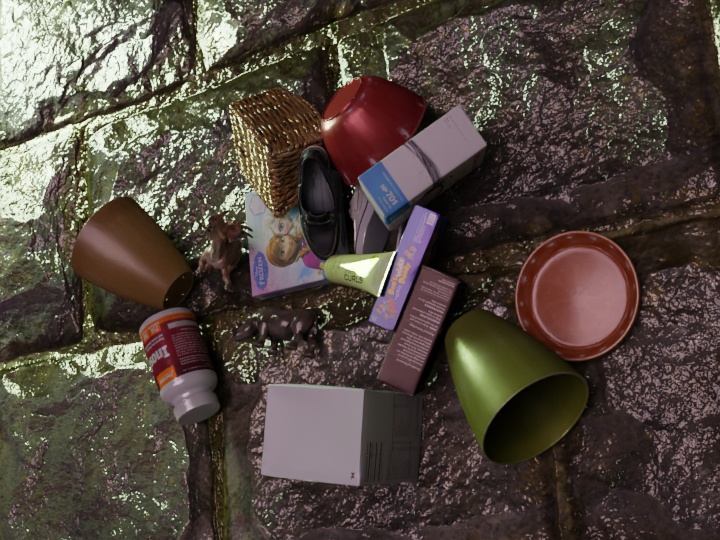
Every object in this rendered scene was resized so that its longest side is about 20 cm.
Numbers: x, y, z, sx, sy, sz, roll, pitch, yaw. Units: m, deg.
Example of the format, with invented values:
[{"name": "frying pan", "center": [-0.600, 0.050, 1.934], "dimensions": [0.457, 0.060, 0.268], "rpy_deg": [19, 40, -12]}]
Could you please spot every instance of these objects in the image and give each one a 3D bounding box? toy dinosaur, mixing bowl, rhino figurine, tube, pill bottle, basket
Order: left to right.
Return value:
[{"name": "pill bottle", "center": [-0.337, 0.181, 1.879], "dimensions": [0.112, 0.113, 0.202], "rpy_deg": [-35, 66, 21]}, {"name": "toy dinosaur", "center": [-0.250, -0.044, 1.857], "dimensions": [0.085, 0.200, 0.137], "rpy_deg": [20, 94, -4]}, {"name": "rhino figurine", "center": [-0.160, 0.106, 1.814], "dimensions": [0.198, 0.060, 0.088], "rpy_deg": [2, 63, 32]}, {"name": "basket", "center": [-0.139, -0.222, 1.830], "dimensions": [0.141, 0.150, 0.200], "rpy_deg": [-21, 45, -20]}, {"name": "tube", "center": [0.000, 0.000, 1.653], "dimensions": [0.199, 0.051, 0.059], "rpy_deg": [8, 117, 64]}, {"name": "mixing bowl", "center": [0.004, -0.256, 1.693], "dimensions": [0.200, 0.108, 0.201], "rpy_deg": [-39, 27, 24]}]

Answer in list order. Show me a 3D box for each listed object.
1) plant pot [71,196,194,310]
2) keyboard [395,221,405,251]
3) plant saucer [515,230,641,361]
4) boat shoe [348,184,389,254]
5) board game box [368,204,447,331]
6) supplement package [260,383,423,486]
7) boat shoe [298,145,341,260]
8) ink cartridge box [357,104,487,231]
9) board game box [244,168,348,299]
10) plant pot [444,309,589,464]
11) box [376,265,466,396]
[{"name": "plant pot", "center": [-0.429, -0.013, 1.945], "dimensions": [0.199, 0.186, 0.188], "rpy_deg": [34, 99, 18]}, {"name": "keyboard", "center": [0.071, -0.082, 1.713], "dimensions": [0.011, 0.056, 0.203], "rpy_deg": [9, 86, 7]}, {"name": "plant saucer", "center": [0.337, 0.040, 1.543], "dimensions": [0.198, 0.032, 0.203], "rpy_deg": [-6, 78, 31]}, {"name": "boat shoe", "center": [0.012, -0.111, 1.745], "dimensions": [0.065, 0.072, 0.203], "rpy_deg": [4, 83, 36]}, {"name": "board game box", "center": [0.081, -0.003, 1.642], "dimensions": [0.044, 0.134, 0.202], "rpy_deg": [22, 93, 10]}, {"name": "supplement package", "center": [-0.027, 0.267, 1.625], "dimensions": [0.189, 0.199, 0.149], "rpy_deg": [-1, 81, 30]}, {"name": "boat shoe", "center": [-0.072, -0.111, 1.713], "dimensions": [0.073, 0.066, 0.202], "rpy_deg": [0, 103, 1]}, {"name": "ink cartridge box", "center": [0.101, -0.164, 1.615], "dimensions": [0.199, 0.146, 0.086], "rpy_deg": [-35, 83, 1]}, {"name": "board game box", "center": [-0.119, -0.065, 1.831], "dimensions": [0.197, 0.041, 0.203], "rpy_deg": [-14, 75, 29]}, {"name": "plant pot", "center": [0.217, 0.159, 1.527], "dimensions": [0.188, 0.186, 0.201], "rpy_deg": [-49, 46, 15]}, {"name": "box", "center": [0.101, 0.097, 1.627], "dimensions": [0.074, 0.100, 0.202], "rpy_deg": [24, 95, 12]}]
